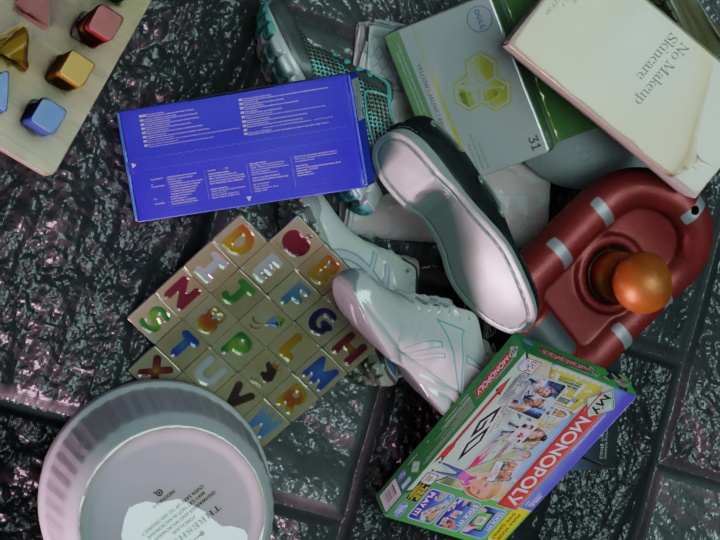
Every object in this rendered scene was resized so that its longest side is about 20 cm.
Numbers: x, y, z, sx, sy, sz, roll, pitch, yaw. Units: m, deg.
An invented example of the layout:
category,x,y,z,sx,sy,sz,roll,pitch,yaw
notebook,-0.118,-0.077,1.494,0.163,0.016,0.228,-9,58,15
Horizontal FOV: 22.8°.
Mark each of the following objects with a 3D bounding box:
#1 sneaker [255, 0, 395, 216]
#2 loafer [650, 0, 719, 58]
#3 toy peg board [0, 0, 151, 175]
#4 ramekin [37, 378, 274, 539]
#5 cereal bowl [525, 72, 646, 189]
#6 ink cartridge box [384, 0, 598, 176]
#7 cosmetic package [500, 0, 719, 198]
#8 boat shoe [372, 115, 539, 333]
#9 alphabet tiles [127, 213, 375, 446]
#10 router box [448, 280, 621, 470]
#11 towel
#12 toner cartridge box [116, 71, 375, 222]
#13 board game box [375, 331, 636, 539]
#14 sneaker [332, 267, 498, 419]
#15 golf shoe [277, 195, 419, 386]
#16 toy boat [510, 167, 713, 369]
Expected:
category,x,y,z,sx,sy,sz,roll,pitch,yaw
sneaker,-0.017,-0.149,1.523,0.091,0.078,0.200,-31,94,-15
loafer,0.290,-0.189,1.550,0.067,0.076,0.200,-50,126,-24
toy peg board,-0.278,-0.211,1.421,0.200,0.098,0.200,31,81,-18
ramekin,-0.162,0.195,1.465,0.202,0.094,0.203,-1,95,-16
cereal bowl,0.222,-0.172,1.595,0.200,0.083,0.201,-3,96,-34
ink cartridge box,0.139,-0.170,1.515,0.199,0.048,0.146,-19,97,23
cosmetic package,0.224,-0.161,1.461,0.200,0.073,0.104,38,95,-4
boat shoe,0.091,-0.042,1.475,0.200,0.076,0.060,58,41,-5
alphabet tiles,-0.091,0.052,1.501,0.200,0.006,0.166,-42,106,11
router box,0.155,0.082,1.599,0.149,0.062,0.201,-1,97,-22
towel,0.083,-0.118,1.594,0.199,0.032,0.192,5,90,-20
toner cartridge box,-0.094,-0.102,1.469,0.199,0.043,0.095,-8,95,11
board game box,0.124,0.149,1.522,0.134,0.029,0.200,22,118,-33
sneaker,0.048,0.046,1.481,0.080,0.070,0.200,-46,132,-1
golf shoe,0.000,0.000,1.549,0.097,0.078,0.200,-35,112,-23
toy boat,0.222,0.004,1.511,0.200,0.131,0.131,-44,111,-11
